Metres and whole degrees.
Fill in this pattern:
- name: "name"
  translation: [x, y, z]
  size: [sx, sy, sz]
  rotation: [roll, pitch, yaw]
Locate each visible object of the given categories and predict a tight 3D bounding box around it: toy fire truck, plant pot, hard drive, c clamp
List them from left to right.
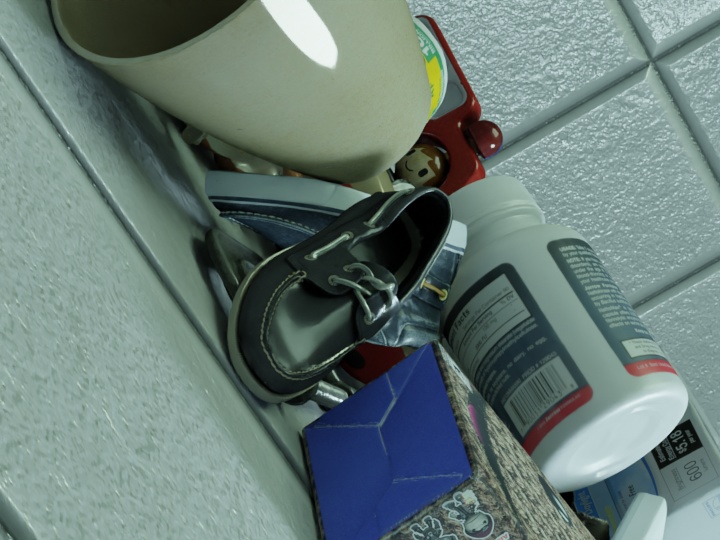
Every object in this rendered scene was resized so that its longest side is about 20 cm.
- name: "plant pot"
  translation: [-0.045, -0.142, 1.214]
  size: [0.200, 0.187, 0.187]
  rotation: [43, 17, -44]
- name: "c clamp"
  translation: [-0.034, 0.052, 1.253]
  size: [0.171, 0.027, 0.200]
  rotation: [63, 7, 19]
- name: "toy fire truck"
  translation: [0.030, -0.111, 1.794]
  size: [0.200, 0.168, 0.112]
  rotation: [64, 8, 31]
- name: "hard drive"
  translation: [0.162, 0.242, 1.359]
  size: [0.200, 0.027, 0.132]
  rotation: [-38, 138, -65]

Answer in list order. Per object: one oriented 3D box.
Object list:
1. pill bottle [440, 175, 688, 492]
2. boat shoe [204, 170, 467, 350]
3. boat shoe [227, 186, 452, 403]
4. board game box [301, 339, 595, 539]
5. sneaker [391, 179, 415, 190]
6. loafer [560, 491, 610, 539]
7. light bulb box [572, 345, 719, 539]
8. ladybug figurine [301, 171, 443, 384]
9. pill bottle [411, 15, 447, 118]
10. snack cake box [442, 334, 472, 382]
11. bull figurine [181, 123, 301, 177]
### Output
- name: "pill bottle"
  translation: [0.122, 0.039, 1.410]
  size: [0.200, 0.120, 0.120]
  rotation: [59, 6, 26]
- name: "boat shoe"
  translation: [-0.016, -0.004, 1.299]
  size: [0.200, 0.091, 0.071]
  rotation: [14, -5, -38]
- name: "boat shoe"
  translation: [-0.008, 0.005, 1.182]
  size: [0.073, 0.063, 0.200]
  rotation: [55, 38, -8]
- name: "board game box"
  translation: [0.069, 0.167, 1.155]
  size: [0.200, 0.097, 0.159]
  rotation: [51, 10, -24]
- name: "sneaker"
  translation: [0.043, -0.008, 1.620]
  size: [0.200, 0.074, 0.079]
  rotation: [26, 43, -67]
- name: "loafer"
  translation: [0.117, 0.165, 1.459]
  size: [0.073, 0.071, 0.200]
  rotation: [24, 7, -38]
- name: "light bulb box"
  translation: [0.191, 0.194, 1.558]
  size: [0.125, 0.200, 0.198]
  rotation: [55, 9, -27]
- name: "ladybug figurine"
  translation: [0.000, 0.000, 1.438]
  size: [0.136, 0.072, 0.200]
  rotation: [105, -34, -77]
- name: "pill bottle"
  translation: [-0.011, -0.129, 1.642]
  size: [0.113, 0.113, 0.200]
  rotation: [59, 29, -11]
- name: "snack cake box"
  translation: [0.100, 0.041, 1.588]
  size: [0.067, 0.115, 0.200]
  rotation: [60, 7, 1]
- name: "bull figurine"
  translation: [-0.094, -0.114, 1.360]
  size: [0.200, 0.065, 0.121]
  rotation: [52, 14, -38]
